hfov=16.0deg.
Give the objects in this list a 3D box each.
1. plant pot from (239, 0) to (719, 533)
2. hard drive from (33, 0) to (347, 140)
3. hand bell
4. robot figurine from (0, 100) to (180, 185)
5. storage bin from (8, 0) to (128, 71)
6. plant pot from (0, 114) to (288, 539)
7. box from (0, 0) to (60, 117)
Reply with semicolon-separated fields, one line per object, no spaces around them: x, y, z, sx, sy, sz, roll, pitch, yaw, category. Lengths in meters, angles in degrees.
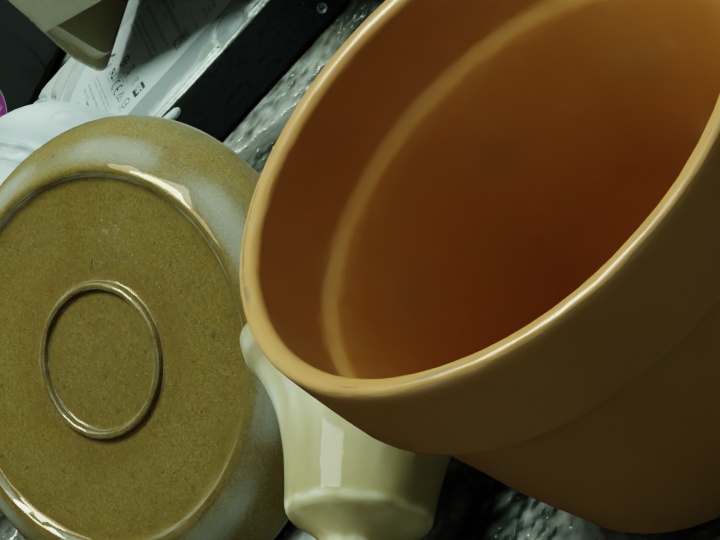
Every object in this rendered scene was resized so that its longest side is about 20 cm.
0.078;-0.006;0.848;0.199;0.140;0.201;-28;39;25;plant pot
-0.084;-0.121;1.308;0.200;0.038;0.140;-46;31;10;hard drive
-0.003;0.122;0.918;0.104;0.104;0.201;-18;57;44;hand bell
-0.152;0.005;1.191;0.169;0.113;0.201;15;68;32;robot figurine
-0.072;-0.221;1.270;0.199;0.094;0.199;-22;41;37;storage bin
-0.101;0.036;1.054;0.199;0.027;0.202;2;93;34;plant pot
-0.294;-0.118;1.483;0.199;0.148;0.125;-15;45;46;box
